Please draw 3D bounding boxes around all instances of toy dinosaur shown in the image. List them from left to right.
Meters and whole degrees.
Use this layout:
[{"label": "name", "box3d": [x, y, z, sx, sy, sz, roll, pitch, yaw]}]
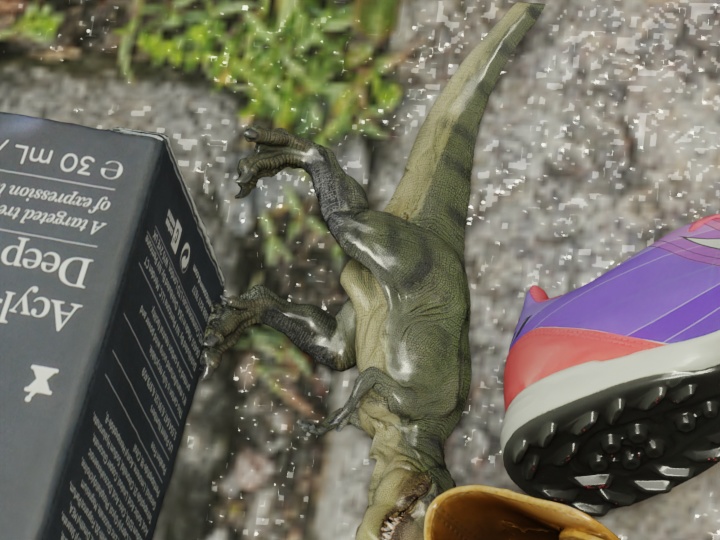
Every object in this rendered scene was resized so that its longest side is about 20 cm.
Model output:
[{"label": "toy dinosaur", "box3d": [0.000, 0.000, 0.925, 0.087, 0.048, 0.201, 11, 66, -2]}]

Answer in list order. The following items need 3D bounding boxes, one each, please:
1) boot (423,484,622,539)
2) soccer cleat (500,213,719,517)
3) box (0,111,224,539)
[{"label": "boot", "box3d": [0.063, 0.091, 0.776, 0.071, 0.144, 0.201, -54, 33, -3]}, {"label": "soccer cleat", "box3d": [0.127, 0.005, 0.862, 0.199, 0.068, 0.074, -24, 44, 27]}, {"label": "box", "box3d": [-0.142, 0.057, 0.886, 0.147, 0.107, 0.201, 9, 67, 13]}]
